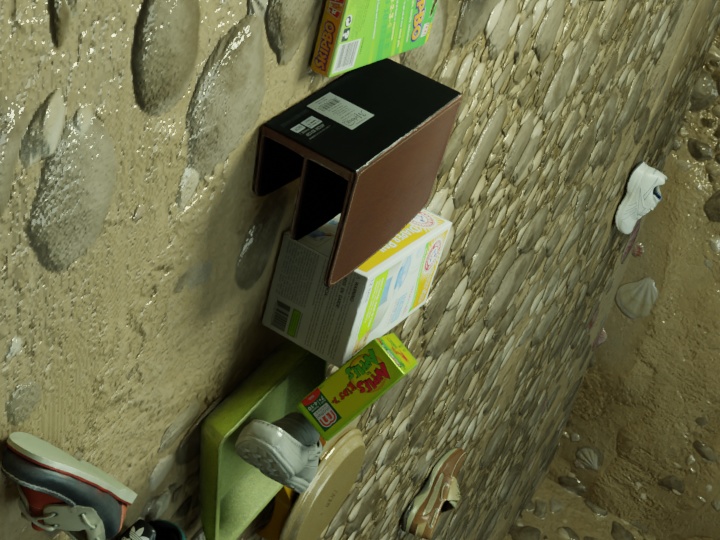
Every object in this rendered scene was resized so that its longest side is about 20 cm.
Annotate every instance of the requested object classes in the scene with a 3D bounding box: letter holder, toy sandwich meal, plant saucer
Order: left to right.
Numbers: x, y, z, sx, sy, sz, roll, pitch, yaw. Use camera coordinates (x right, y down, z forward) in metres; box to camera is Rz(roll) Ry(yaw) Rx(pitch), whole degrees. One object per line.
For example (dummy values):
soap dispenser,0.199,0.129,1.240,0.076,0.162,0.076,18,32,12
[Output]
plant saucer,-0.112,0.178,1.209,0.200,0.048,0.201,-44,152,-43
toy sandwich meal,-0.064,0.266,1.422,0.206,0.070,0.206,-52,162,-25
letter holder,-0.006,-0.094,1.063,0.200,0.100,0.143,-41,152,-47

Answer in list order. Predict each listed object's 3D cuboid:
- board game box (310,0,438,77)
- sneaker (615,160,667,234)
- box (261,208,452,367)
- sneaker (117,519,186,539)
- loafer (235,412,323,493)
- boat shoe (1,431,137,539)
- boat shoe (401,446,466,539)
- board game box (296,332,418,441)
board game box,0.024,-0.245,1.051,0.200,0.030,0.096,-29,142,-53
sneaker,0.666,-0.162,2.675,0.075,0.087,0.201,-47,156,-42
box,0.000,0.000,1.187,0.200,0.101,0.113,-32,144,-56
sneaker,-0.192,0.297,1.124,0.080,0.071,0.200,-55,158,-9
loafer,-0.077,0.174,1.131,0.070,0.070,0.200,-64,168,-14
boat shoe,-0.234,0.178,0.882,0.063,0.071,0.200,-55,163,-13
boat shoe,0.155,0.434,2.156,0.200,0.074,0.076,-52,158,-28
board game box,0.002,0.117,1.171,0.101,0.048,0.200,-40,175,4
